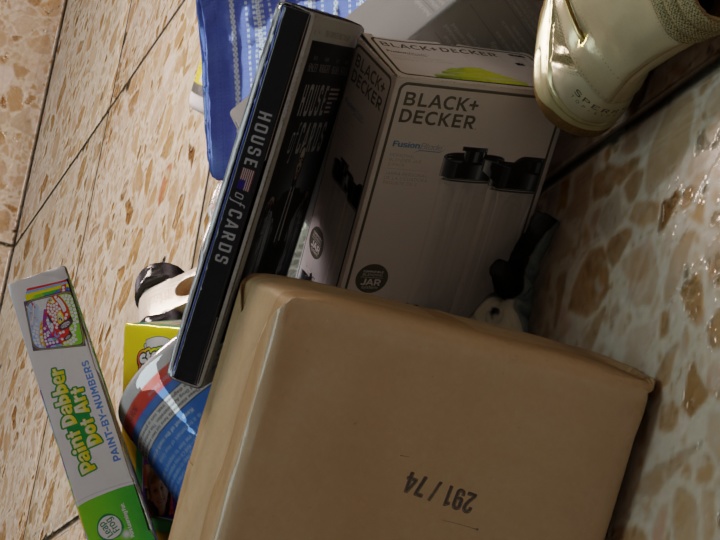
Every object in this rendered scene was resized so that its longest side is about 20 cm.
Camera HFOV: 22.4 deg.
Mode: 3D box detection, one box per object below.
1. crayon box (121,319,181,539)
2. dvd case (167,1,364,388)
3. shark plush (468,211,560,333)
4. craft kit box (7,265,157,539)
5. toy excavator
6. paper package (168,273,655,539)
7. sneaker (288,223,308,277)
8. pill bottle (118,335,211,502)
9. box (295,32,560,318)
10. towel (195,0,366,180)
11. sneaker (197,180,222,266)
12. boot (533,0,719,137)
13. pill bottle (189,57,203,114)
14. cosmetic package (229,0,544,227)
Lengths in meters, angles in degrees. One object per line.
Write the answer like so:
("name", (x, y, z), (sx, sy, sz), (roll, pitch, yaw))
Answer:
("crayon box", (-0.087, 0.126, 1.266), (0.199, 0.058, 0.174), (3, 92, 46))
("dvd case", (-0.049, -0.043, 0.989), (0.150, 0.025, 0.201), (-28, -44, -79))
("shark plush", (0.060, 0.061, 1.051), (0.083, 0.090, 0.201), (25, -106, -78))
("craft kit box", (-0.171, 0.127, 1.201), (0.200, 0.048, 0.198), (90, 163, -64))
("toy excavator", (-0.137, 0.096, 1.563), (0.193, 0.201, 0.100), (-24, 32, 6))
("paper package", (0.019, 0.114, 0.911), (0.103, 0.199, 0.192), (-155, 81, -73))
("sneaker", (0.001, 0.000, 1.200), (0.200, 0.069, 0.100), (-51, -37, -59))
("pill bottle", (-0.052, 0.133, 1.119), (0.200, 0.112, 0.112), (51, 135, 21))
("box", (0.035, -0.030, 1.062), (0.060, 0.116, 0.201), (-126, 46, -54))
("towel", (-0.029, -0.140, 1.234), (0.199, 0.024, 0.146), (-5, 87, 34))
("sneaker", (-0.082, -0.027, 1.331), (0.108, 0.067, 0.202), (117, 169, -51))
("boot", (0.150, -0.189, 0.963), (0.155, 0.072, 0.201), (141, 139, -61))
("pill bottle", (-0.070, -0.221, 1.584), (0.111, 0.111, 0.201), (-139, 66, -70))
("cosmetic package", (0.024, -0.115, 1.116), (0.200, 0.090, 0.107), (-40, 26, 7))
